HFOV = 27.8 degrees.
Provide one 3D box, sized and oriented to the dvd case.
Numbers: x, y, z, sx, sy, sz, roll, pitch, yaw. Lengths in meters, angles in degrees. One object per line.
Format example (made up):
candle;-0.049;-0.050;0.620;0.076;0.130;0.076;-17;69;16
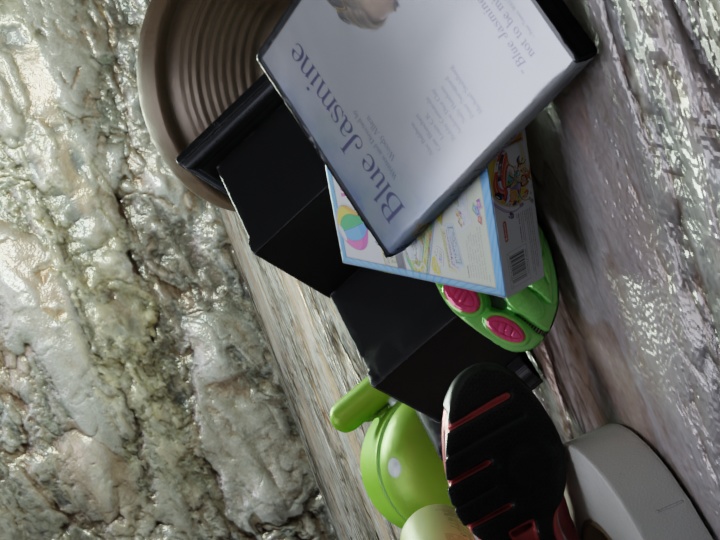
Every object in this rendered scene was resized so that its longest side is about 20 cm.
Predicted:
dvd case;0.024;-0.112;0.751;0.143;0.017;0.200;56;143;9

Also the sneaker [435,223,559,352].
sneaker;0.069;-0.028;0.905;0.084;0.077;0.201;33;-161;-50

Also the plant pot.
plant pot;-0.056;-0.143;1.053;0.092;0.200;0.203;2;117;49

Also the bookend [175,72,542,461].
bookend;0.000;0.000;0.977;0.198;0.092;0.201;31;-156;-49

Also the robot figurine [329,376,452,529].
robot figurine;0.063;0.147;1.122;0.176;0.115;0.200;52;168;2

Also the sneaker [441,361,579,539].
sneaker;0.092;0.153;0.877;0.087;0.073;0.202;-177;66;-82

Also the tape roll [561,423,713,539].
tape roll;0.169;0.189;0.848;0.203;0.037;0.205;159;90;-82

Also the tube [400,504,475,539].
tube;0.058;0.195;0.862;0.200;0.057;0.053;-120;38;-78

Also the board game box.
board game box;0.029;-0.093;0.801;0.134;0.034;0.202;13;120;46
